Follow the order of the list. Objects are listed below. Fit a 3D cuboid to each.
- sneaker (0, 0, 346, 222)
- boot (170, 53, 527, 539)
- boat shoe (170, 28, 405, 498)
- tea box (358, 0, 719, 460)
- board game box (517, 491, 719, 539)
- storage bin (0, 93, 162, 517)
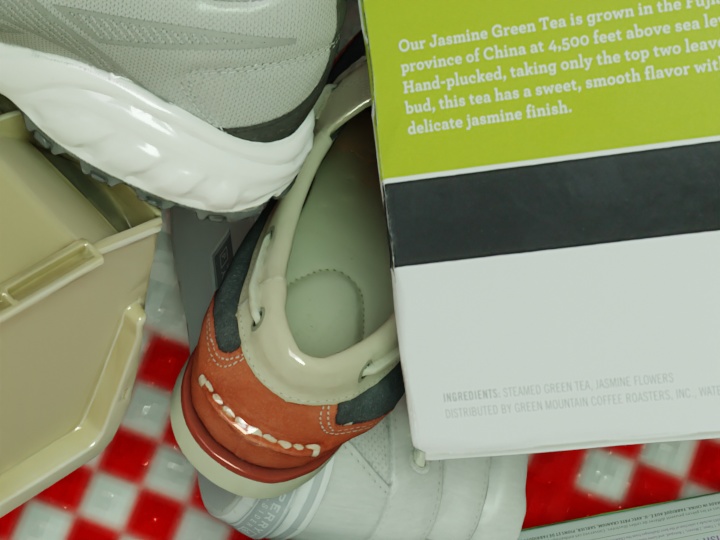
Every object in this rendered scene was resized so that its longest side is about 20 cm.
[{"bbox_3d":[-0.096,-0.085,0.678,0.200,0.079,0.074,19,34,-11],"label":"sneaker"},{"bbox_3d":[0.000,0.000,0.838,0.096,0.074,0.200,14,52,-24],"label":"boot"},{"bbox_3d":[0.009,-0.024,0.770,0.071,0.063,0.200,31,49,0],"label":"boat shoe"},{"bbox_3d":[0.101,-0.060,0.743,0.134,0.200,0.197,-6,90,26],"label":"tea box"},{"bbox_3d":[0.091,0.139,0.744,0.153,0.040,0.200,-11,33,1],"label":"board game box"},{"bbox_3d":[-0.187,-0.006,0.701,0.198,0.094,0.200,-31,64,-32],"label":"storage bin"}]
